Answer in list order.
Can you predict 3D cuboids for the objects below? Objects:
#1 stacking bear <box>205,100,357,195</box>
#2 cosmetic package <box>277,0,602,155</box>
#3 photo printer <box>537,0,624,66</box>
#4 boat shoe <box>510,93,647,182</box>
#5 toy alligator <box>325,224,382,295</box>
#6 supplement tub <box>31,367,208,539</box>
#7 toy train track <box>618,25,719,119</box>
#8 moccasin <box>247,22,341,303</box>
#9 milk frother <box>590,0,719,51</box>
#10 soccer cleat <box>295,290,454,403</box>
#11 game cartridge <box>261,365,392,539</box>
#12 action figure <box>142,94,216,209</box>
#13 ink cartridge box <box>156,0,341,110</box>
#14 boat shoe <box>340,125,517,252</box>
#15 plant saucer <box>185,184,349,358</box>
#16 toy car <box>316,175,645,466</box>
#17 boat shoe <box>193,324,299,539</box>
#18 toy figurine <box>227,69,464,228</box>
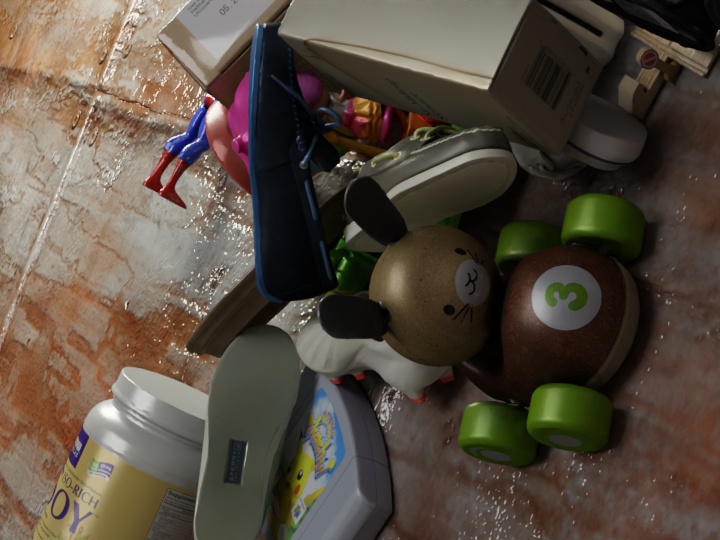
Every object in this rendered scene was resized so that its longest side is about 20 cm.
[{"bbox_3d":[-0.030,-0.157,1.843,0.200,0.122,0.114,-42,4,22],"label":"stacking bear"},{"bbox_3d":[0.053,-0.151,1.449,0.199,0.103,0.073,19,79,42],"label":"cosmetic package"},{"bbox_3d":[0.089,-0.206,1.565,0.200,0.166,0.070,26,92,57],"label":"photo printer"},{"bbox_3d":[0.137,-0.095,1.509,0.200,0.071,0.066,39,118,59],"label":"boat shoe"},{"bbox_3d":[0.000,0.000,1.656,0.060,0.054,0.200,-63,-5,12],"label":"toy alligator"},{"bbox_3d":[-0.189,0.200,1.819,0.201,0.145,0.145,-65,25,5],"label":"supplement tub"},{"bbox_3d":[0.225,-0.202,1.461,0.201,0.032,0.115,-62,26,9],"label":"toy train track"},{"bbox_3d":[-0.047,-0.080,1.538,0.081,0.068,0.202,-98,5,-77],"label":"moccasin"},{"bbox_3d":[0.248,-0.235,1.346,0.189,0.199,0.180,-63,-14,2],"label":"milk frother"},{"bbox_3d":[0.004,0.047,1.628,0.069,0.078,0.200,-37,22,-20],"label":"soccer cleat"},{"bbox_3d":[-0.033,0.161,1.674,0.134,0.040,0.200,-54,28,18],"label":"game cartridge"},{"bbox_3d":[-0.146,-0.160,2.138,0.201,0.052,0.065,-61,31,2],"label":"action figure"},{"bbox_3d":[-0.046,-0.208,1.710,0.200,0.165,0.075,-45,64,2],"label":"ink cartridge box"},{"bbox_3d":[0.044,-0.067,1.476,0.202,0.072,0.061,148,125,-60],"label":"boat shoe"},{"bbox_3d":[-0.064,0.004,1.757,0.200,0.029,0.200,-44,-4,-4],"label":"plant saucer"},{"bbox_3d":[0.068,0.016,1.398,0.158,0.199,0.165,-21,52,57],"label":"toy car"},{"bbox_3d":[-0.096,0.143,1.690,0.072,0.070,0.202,110,173,-66],"label":"boat shoe"},{"bbox_3d":[-0.010,-0.116,1.639,0.201,0.183,0.151,-84,9,-48],"label":"toy figurine"}]
